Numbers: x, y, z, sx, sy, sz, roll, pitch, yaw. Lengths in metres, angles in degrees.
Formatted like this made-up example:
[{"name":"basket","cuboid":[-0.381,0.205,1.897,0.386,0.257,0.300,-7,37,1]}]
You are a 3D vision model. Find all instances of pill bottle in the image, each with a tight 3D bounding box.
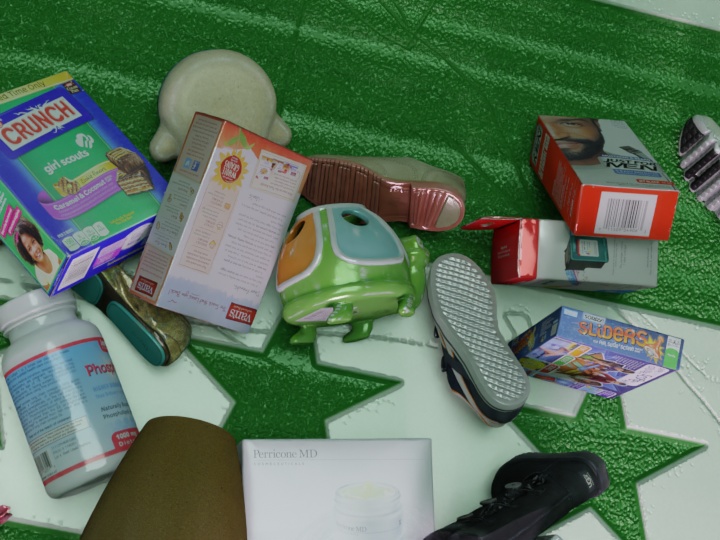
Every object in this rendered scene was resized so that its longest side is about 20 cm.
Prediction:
[{"name":"pill bottle","cuboid":[-0.301,0.122,1.474,0.108,0.109,0.202,-20,82,-14]}]

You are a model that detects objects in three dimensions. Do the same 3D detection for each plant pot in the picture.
[{"name":"plant pot","cuboid":[-0.183,0.249,1.380,0.184,0.187,0.202,13,64,-7]}]

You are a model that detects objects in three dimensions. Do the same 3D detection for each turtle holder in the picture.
[{"name":"turtle holder","cuboid":[-0.002,-0.002,1.543,0.184,0.141,0.133,-9,77,-11]}]

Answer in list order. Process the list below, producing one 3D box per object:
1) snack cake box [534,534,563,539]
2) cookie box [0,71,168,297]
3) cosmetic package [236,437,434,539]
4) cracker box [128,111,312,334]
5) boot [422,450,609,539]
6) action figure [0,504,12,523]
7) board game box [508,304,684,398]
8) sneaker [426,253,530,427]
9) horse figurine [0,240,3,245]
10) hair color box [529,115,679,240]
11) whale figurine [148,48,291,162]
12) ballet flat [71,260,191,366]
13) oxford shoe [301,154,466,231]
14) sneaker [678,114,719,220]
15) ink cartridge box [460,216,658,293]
[{"name":"snack cake box","cuboid":[0.154,0.334,1.460,0.067,0.200,0.115,43,73,0]},{"name":"cookie box","cuboid":[-0.313,-0.094,1.489,0.200,0.075,0.171,46,42,11]},{"name":"cosmetic package","cuboid":[-0.030,0.277,1.482,0.197,0.123,0.202,1,75,-11]},{"name":"cracker box","cuboid":[-0.145,-0.047,1.505,0.133,0.057,0.202,21,89,-46]},{"name":"boot","cuboid":[0.136,0.253,1.463,0.199,0.164,0.066,-29,89,-39]},{"name":"action figure","cuboid":[-0.449,0.253,1.439,0.198,0.135,0.149,-5,35,-24]},{"name":"board game box","cuboid":[0.243,0.091,1.536,0.134,0.200,0.035,16,74,-7]},{"name":"sneaker","cuboid":[0.120,0.081,1.585,0.078,0.080,0.201,-10,59,-17]},{"name":"horse figurine","cuboid":[-0.427,-0.028,1.510,0.132,0.050,0.201,32,64,-20]},{"name":"hair color box","cuboid":[0.265,-0.106,1.592,0.110,0.200,0.065,3,115,-10]},{"name":"whale figurine","cuboid":[-0.156,-0.141,1.583,0.157,0.104,0.202,-10,103,-14]},{"name":"ballet flat","cuboid":[-0.258,0.017,1.535,0.200,0.071,0.071,44,73,2]},{"name":"oxford shoe","cuboid":[0.022,-0.096,1.619,0.198,0.071,0.074,15,34,2]},{"name":"sneaker","cuboid":[0.446,-0.097,1.693,0.081,0.075,0.201,-29,85,-29]},{"name":"ink cartridge box","cuboid":[0.216,-0.017,1.597,0.198,0.116,0.068,4,85,-9]}]
